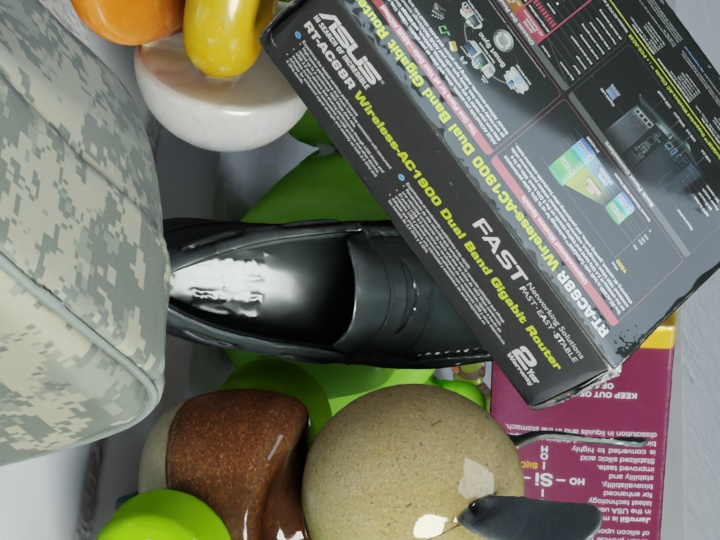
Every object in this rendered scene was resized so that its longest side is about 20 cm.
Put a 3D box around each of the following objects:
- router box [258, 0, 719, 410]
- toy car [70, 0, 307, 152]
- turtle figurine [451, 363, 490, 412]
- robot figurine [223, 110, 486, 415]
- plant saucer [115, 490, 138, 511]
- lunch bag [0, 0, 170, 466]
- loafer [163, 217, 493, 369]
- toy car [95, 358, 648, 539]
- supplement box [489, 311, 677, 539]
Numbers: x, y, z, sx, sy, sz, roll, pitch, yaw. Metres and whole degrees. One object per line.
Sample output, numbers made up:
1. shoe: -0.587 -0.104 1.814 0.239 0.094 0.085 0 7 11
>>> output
1. router box: 0.074 -0.065 1.070 0.150 0.062 0.200 -39 94 -37
2. toy car: -0.070 -0.165 1.131 0.200 0.149 0.176 -62 166 -55
3. turtle figurine: 0.071 0.015 1.446 0.161 0.064 0.201 -79 176 -61
4. robot figurine: 0.000 0.000 1.223 0.200 0.115 0.176 -45 119 -66
5. plant saucer: -0.052 0.119 1.154 0.200 0.019 0.070 -14 90 -69
6. lunch bag: -0.154 -0.043 0.845 0.200 0.139 0.168 47 36 -51
7. loafer: -0.001 0.012 1.084 0.070 0.199 0.068 -131 -135 -77
8. toy car: 0.019 0.110 1.040 0.158 0.199 0.164 69 23 -15
9. supplement box: 0.106 0.081 1.240 0.111 0.085 0.201 -80 171 -59
